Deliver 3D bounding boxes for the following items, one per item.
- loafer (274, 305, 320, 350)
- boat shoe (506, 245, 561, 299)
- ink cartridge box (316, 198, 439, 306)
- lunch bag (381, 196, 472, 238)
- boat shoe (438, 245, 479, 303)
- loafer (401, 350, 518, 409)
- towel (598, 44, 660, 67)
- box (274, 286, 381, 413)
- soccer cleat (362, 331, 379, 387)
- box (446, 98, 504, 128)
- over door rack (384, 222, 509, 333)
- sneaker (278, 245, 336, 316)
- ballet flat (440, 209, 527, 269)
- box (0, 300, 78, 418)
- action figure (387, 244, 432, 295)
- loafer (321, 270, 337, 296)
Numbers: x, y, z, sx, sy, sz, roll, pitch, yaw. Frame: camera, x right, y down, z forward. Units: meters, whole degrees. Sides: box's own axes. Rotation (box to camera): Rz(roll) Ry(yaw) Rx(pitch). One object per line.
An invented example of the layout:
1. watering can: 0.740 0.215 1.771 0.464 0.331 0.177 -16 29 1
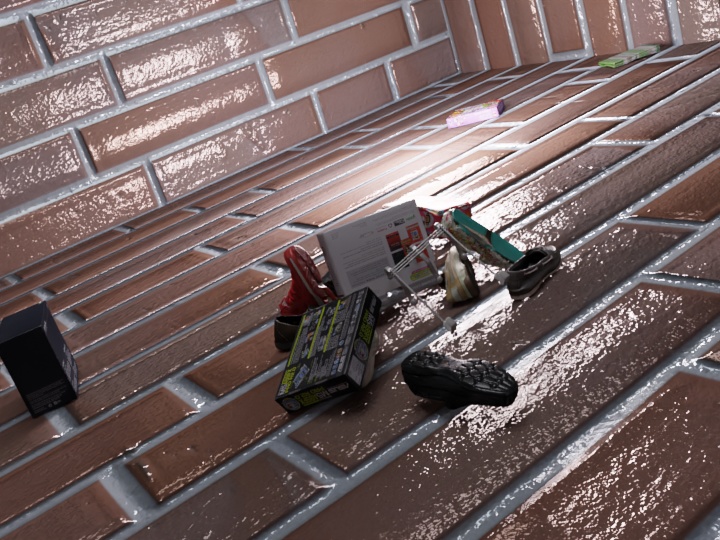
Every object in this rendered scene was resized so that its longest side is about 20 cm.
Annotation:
1. loafer: -0.086 0.103 1.591 0.198 0.072 0.073 -15 19 11
2. boat shoe: 0.333 -0.013 1.541 0.066 0.057 0.200 -4 24 36
3. ink cartridge box: 0.037 -0.024 1.594 0.198 0.177 0.084 -20 4 -12
4. lunch bag: 0.169 -0.135 1.950 0.199 0.083 0.175 11 24 42
5. boat shoe: 0.187 0.007 1.619 0.076 0.072 0.200 -31 15 14
6. loafer: 0.146 0.169 1.182 0.199 0.071 0.068 8 31 44
7. towel: 1.059 -0.841 3.175 0.198 0.031 0.149 -22 17 -2
8. box: -0.053 0.134 1.374 0.159 0.044 0.201 -25 33 33
9. soccer cleat: 0.006 0.139 1.429 0.069 0.077 0.201 -50 26 20
10. box: 0.437 -0.595 3.055 0.198 0.039 0.137 -10 22 24
11. over door rack: 0.160 0.017 1.505 0.148 0.067 0.200 -41 53 -10
12. sneaker: -0.132 0.044 1.629 0.115 0.201 0.079 -19 34 17
13. ballet flat: 0.240 -0.052 1.606 0.064 0.199 0.076 -49 11 38
14. box: -0.704 0.189 1.764 0.103 0.184 0.200 -23 19 -13
15. action figure: 0.056 -0.008 1.696 0.198 0.120 0.102 -7 4 11
16. loafer: 0.000 0.000 1.797 0.199 0.069 0.071 -20 26 8
